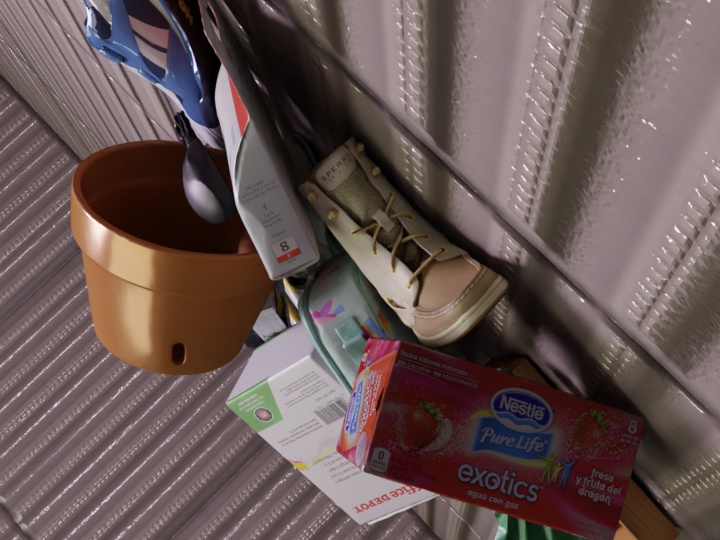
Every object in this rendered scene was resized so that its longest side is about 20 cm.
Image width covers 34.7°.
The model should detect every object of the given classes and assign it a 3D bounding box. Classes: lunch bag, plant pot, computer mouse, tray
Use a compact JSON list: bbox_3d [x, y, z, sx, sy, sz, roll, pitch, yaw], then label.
[{"bbox_3d":[0.023,0.071,1.013,0.201,0.076,0.161,56,-159,-11],"label":"lunch bag"},{"bbox_3d":[-0.156,-0.005,1.002,0.200,0.198,0.142,39,128,37],"label":"plant pot"},{"bbox_3d":[-0.138,-0.087,0.952,0.059,0.034,0.200,59,178,-27],"label":"computer mouse"},{"bbox_3d":[0.184,0.160,1.008,0.200,0.037,0.099,49,170,-4],"label":"tray"}]

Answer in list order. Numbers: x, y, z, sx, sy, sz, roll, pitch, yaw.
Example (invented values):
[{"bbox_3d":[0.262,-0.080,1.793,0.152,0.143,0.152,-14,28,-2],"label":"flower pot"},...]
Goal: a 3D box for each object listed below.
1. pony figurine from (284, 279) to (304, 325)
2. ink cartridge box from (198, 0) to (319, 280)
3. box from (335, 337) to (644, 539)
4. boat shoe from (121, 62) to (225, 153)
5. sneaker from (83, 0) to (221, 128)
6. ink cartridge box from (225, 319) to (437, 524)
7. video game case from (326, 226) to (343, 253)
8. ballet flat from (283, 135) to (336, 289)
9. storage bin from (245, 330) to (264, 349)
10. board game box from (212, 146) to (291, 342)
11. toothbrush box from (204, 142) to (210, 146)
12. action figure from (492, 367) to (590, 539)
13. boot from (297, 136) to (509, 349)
[{"bbox_3d":[-0.031,0.094,1.295,0.202,0.165,0.194,60,166,17],"label":"pony figurine"},{"bbox_3d":[-0.098,-0.114,0.884,0.163,0.050,0.201,-109,-8,-57],"label":"ink cartridge box"},{"bbox_3d":[0.092,0.122,0.846,0.197,0.097,0.100,18,175,-12],"label":"box"},{"bbox_3d":[-0.162,-0.196,1.053,0.200,0.072,0.062,44,145,-2],"label":"boat shoe"},{"bbox_3d":[-0.177,-0.200,0.955,0.074,0.081,0.201,-85,-29,-52],"label":"sneaker"},{"bbox_3d":[-0.009,0.144,1.141,0.200,0.084,0.144,44,133,-16],"label":"ink cartridge box"},{"bbox_3d":[0.000,0.000,1.211,0.144,0.018,0.200,49,169,-10],"label":"video game case"},{"bbox_3d":[-0.062,-0.045,1.095,0.068,0.063,0.201,52,165,30],"label":"ballet flat"},{"bbox_3d":[-0.128,0.021,1.503,0.137,0.093,0.200,65,168,-3],"label":"storage bin"},{"bbox_3d":[-0.109,-0.040,1.155,0.126,0.034,0.203,69,-170,-74],"label":"board game box"},{"bbox_3d":[-0.192,-0.075,1.358,0.085,0.146,0.200,47,171,-4],"label":"toothbrush box"},{"bbox_3d":[0.141,0.175,0.932,0.055,0.116,0.203,-166,60,-80],"label":"action figure"},{"bbox_3d":[0.025,-0.026,0.868,0.155,0.072,0.200,51,173,-12],"label":"boot"}]
